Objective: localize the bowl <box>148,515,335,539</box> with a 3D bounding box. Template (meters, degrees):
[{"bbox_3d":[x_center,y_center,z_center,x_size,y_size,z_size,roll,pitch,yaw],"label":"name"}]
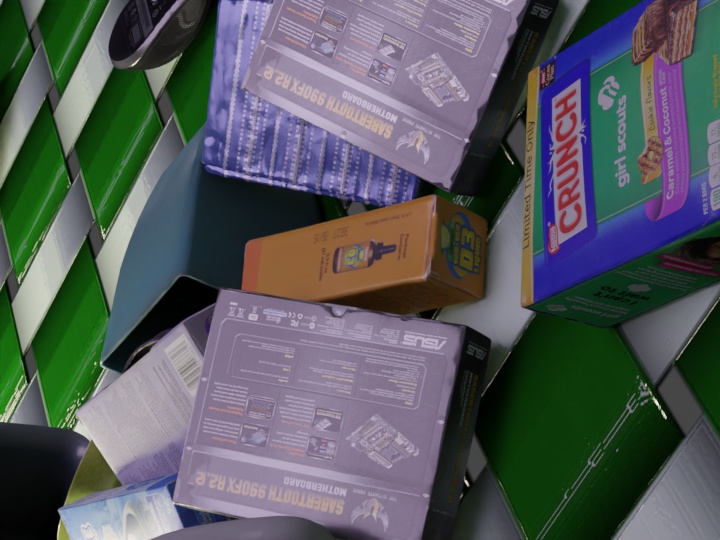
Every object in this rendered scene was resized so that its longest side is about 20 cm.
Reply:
[{"bbox_3d":[-0.060,0.248,1.402,0.199,0.201,0.075,-15,24,40],"label":"bowl"}]

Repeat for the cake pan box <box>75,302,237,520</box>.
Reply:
[{"bbox_3d":[-0.118,0.143,1.580,0.201,0.052,0.184,55,135,5],"label":"cake pan box"}]

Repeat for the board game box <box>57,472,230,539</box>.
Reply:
[{"bbox_3d":[-0.141,0.259,1.576,0.199,0.043,0.201,-20,92,57],"label":"board game box"}]

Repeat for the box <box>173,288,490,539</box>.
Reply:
[{"bbox_3d":[-0.021,0.105,1.428,0.199,0.048,0.160,8,81,27],"label":"box"}]

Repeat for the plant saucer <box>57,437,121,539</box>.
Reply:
[{"bbox_3d":[-0.196,0.159,1.750,0.201,0.031,0.200,-62,-9,-16],"label":"plant saucer"}]

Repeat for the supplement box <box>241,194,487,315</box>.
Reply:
[{"bbox_3d":[0.000,0.000,1.505,0.199,0.069,0.067,-13,63,45],"label":"supplement box"}]

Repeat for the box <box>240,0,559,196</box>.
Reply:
[{"bbox_3d":[0.026,-0.166,1.501,0.199,0.048,0.159,27,102,26],"label":"box"}]

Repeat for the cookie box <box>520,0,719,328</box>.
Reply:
[{"bbox_3d":[0.185,-0.074,1.249,0.200,0.075,0.172,-30,51,53],"label":"cookie box"}]

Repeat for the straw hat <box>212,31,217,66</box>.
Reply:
[{"bbox_3d":[-0.012,-0.164,1.622,0.200,0.085,0.203,6,103,29],"label":"straw hat"}]

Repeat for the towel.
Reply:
[{"bbox_3d":[-0.032,-0.131,1.581,0.199,0.024,0.146,13,103,26],"label":"towel"}]

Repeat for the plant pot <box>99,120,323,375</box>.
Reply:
[{"bbox_3d":[-0.113,-0.012,1.685,0.141,0.141,0.201,-45,32,40],"label":"plant pot"}]

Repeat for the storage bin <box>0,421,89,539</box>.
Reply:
[{"bbox_3d":[-0.318,0.259,1.873,0.201,0.145,0.135,-108,35,-45],"label":"storage bin"}]

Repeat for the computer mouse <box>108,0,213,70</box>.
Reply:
[{"bbox_3d":[-0.170,-0.263,2.006,0.200,0.053,0.139,-42,42,28],"label":"computer mouse"}]
